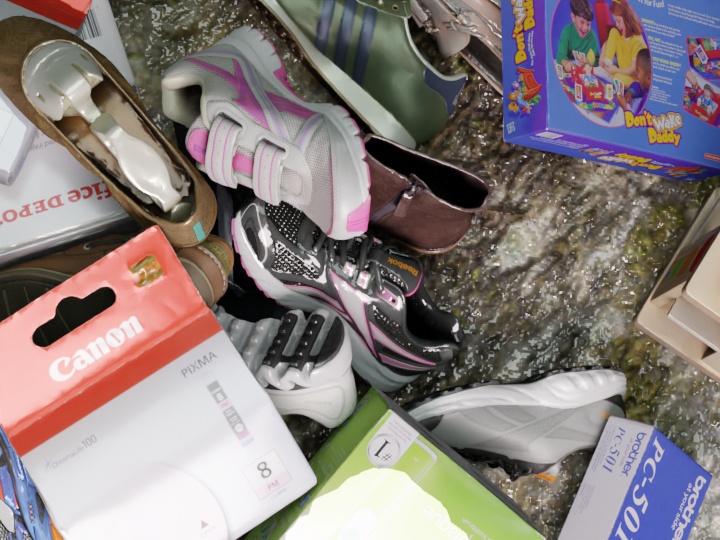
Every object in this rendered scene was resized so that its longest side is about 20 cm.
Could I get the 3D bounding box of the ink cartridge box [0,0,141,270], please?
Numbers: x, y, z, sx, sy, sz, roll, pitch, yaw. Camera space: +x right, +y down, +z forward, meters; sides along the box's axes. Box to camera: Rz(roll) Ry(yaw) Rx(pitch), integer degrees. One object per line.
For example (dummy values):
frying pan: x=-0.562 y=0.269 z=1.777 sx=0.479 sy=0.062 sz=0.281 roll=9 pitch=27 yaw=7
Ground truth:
ink cartridge box: x=-0.232 y=-0.112 z=1.561 sx=0.146 sy=0.083 sz=0.201 roll=-17 pitch=82 yaw=-10

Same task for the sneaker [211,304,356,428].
sneaker: x=-0.092 y=0.067 z=1.533 sx=0.199 sy=0.081 sz=0.075 roll=10 pitch=51 yaw=28

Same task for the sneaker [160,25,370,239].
sneaker: x=-0.066 y=-0.081 z=1.464 sx=0.088 sy=0.082 sz=0.200 roll=-21 pitch=46 yaw=-28

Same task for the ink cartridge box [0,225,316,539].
ink cartridge box: x=-0.144 y=0.099 z=1.434 sx=0.162 sy=0.057 sz=0.201 roll=-33 pitch=113 yaw=-8

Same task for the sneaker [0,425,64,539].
sneaker: x=-0.251 y=0.151 z=1.479 sx=0.078 sy=0.075 sz=0.201 roll=-26 pitch=87 yaw=-13

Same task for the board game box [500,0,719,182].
board game box: x=0.188 y=-0.147 z=1.602 sx=0.199 sy=0.045 sz=0.135 roll=9 pitch=76 yaw=-40

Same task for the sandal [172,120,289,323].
sandal: x=-0.103 y=-0.045 z=1.563 sx=0.043 sy=0.076 sz=0.201 roll=-15 pitch=89 yaw=-45

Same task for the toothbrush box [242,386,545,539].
toothbrush box: x=0.004 y=0.205 z=1.503 sx=0.145 sy=0.086 sz=0.200 roll=41 pitch=92 yaw=-11

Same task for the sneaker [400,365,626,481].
sneaker: x=0.100 y=0.117 z=1.577 sx=0.199 sy=0.074 sz=0.080 roll=-7 pitch=86 yaw=-10

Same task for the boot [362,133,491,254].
boot: x=-0.008 y=-0.079 z=1.546 sx=0.199 sy=0.166 sz=0.073 roll=26 pitch=76 yaw=-3

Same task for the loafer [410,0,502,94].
loafer: x=0.091 y=-0.170 z=1.632 sx=0.200 sy=0.072 sz=0.063 roll=35 pitch=83 yaw=-4

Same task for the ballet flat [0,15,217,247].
ballet flat: x=-0.170 y=-0.095 z=1.445 sx=0.068 sy=0.072 sz=0.200 roll=-41 pitch=91 yaw=-6

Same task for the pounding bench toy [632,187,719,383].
pounding bench toy: x=0.316 y=-0.021 z=1.591 sx=0.124 sy=0.156 sz=0.200 roll=34 pitch=76 yaw=-1

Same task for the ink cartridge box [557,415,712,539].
ink cartridge box: x=0.177 y=0.214 z=1.559 sx=0.094 sy=0.044 sz=0.201 roll=37 pitch=71 yaw=-44

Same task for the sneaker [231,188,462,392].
sneaker: x=0.000 y=0.000 z=1.537 sx=0.200 sy=0.086 sz=0.081 roll=41 pitch=49 yaw=-30

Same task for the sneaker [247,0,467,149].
sneaker: x=-0.004 y=-0.179 z=1.612 sx=0.090 sy=0.067 sz=0.200 roll=-43 pitch=95 yaw=-3

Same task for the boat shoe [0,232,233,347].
boat shoe: x=-0.177 y=0.014 z=1.530 sx=0.068 sy=0.199 sz=0.072 roll=-56 pitch=136 yaw=-49

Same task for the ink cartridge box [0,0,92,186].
ink cartridge box: x=-0.272 y=-0.180 z=1.501 sx=0.159 sy=0.047 sz=0.201 roll=23 pitch=80 yaw=-2
